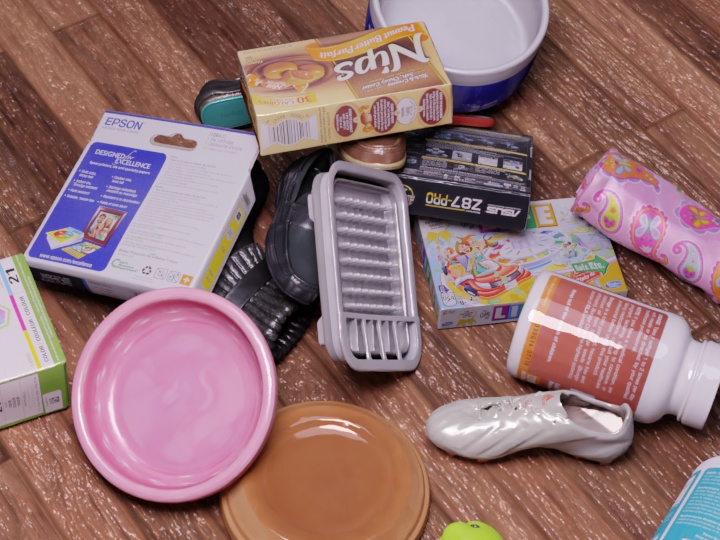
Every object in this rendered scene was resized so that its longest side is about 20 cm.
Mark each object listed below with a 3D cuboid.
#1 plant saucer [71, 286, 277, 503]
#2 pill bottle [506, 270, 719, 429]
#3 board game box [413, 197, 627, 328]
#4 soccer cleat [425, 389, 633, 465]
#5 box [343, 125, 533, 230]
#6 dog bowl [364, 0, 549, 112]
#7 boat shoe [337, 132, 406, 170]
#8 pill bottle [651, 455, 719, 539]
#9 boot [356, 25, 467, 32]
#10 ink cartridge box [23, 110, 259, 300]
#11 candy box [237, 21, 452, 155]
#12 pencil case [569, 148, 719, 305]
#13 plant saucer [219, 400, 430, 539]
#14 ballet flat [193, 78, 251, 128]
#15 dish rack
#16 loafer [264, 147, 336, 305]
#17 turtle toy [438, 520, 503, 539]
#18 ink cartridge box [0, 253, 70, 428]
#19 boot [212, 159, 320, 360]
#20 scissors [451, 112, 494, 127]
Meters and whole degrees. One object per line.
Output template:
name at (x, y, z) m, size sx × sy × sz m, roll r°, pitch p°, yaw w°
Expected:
plant saucer at (-0.170, 0.118, 1.514) m, size 0.199 × 0.051 × 0.202 m, roll -3°, pitch 78°, yaw 13°
pill bottle at (0.252, 0.082, 1.580) m, size 0.199 × 0.112 × 0.112 m, roll 20°, pitch 52°, yaw 12°
board game box at (0.166, -0.010, 1.700) m, size 0.199 × 0.034 × 0.135 m, roll -6°, pitch 51°, yaw -9°
soccer cleat at (0.163, 0.143, 1.546) m, size 0.199 × 0.078 × 0.070 m, roll 4°, pitch 50°, yaw -1°
box at (0.084, -0.110, 1.729) m, size 0.199 × 0.049 × 0.161 m, roll 8°, pitch 29°, yaw 2°
dog bowl at (0.106, -0.278, 1.802) m, size 0.199 × 0.079 × 0.201 m, roll 4°, pitch 61°, yaw -7°
boat shoe at (0.013, -0.164, 1.694) m, size 0.072 × 0.068 × 0.200 m, roll 3°, pitch 27°, yaw -3°
pill bottle at (0.328, 0.244, 1.455) m, size 0.110 × 0.111 × 0.200 m, roll 29°, pitch 55°, yaw 18°
boot at (0.086, -0.225, 1.863) m, size 0.199 × 0.075 × 0.097 m, roll -3°, pitch 72°, yaw -13°
ink cartridge box at (-0.212, -0.062, 1.629) m, size 0.197 × 0.047 × 0.201 m, roll 11°, pitch 57°, yaw 24°
candy box at (-0.017, -0.185, 1.632) m, size 0.199 × 0.055 × 0.116 m, roll -10°, pitch 44°, yaw -8°
pencil case at (0.319, -0.044, 1.685) m, size 0.200 × 0.088 × 0.088 m, roll 32°, pitch 54°, yaw 3°
plant saucer at (-0.033, 0.201, 1.511) m, size 0.199 × 0.038 × 0.201 m, roll 3°, pitch 50°, yaw -3°
ballet flat at (-0.088, -0.199, 1.818) m, size 0.199 × 0.068 × 0.069 m, roll -1°, pitch 38°, yaw -5°
dish rack at (0.000, 0.000, 1.578) m, size 0.043 × 0.171 × 0.201 m, roll -7°, pitch 84°, yaw 28°
loafer at (-0.052, -0.049, 1.609) m, size 0.068 × 0.070 × 0.201 m, roll 29°, pitch 36°, yaw -22°
turtle toy at (0.137, 0.303, 1.398) m, size 0.145 × 0.101 × 0.200 m, roll -32°, pitch 60°, yaw -27°
ink cartridge box at (-0.396, 0.086, 1.551) m, size 0.199 × 0.076 × 0.148 m, roll -17°, pitch 54°, yaw -19°
boot at (-0.104, -0.013, 1.649) m, size 0.157 × 0.080 × 0.212 m, roll 18°, pitch 62°, yaw 19°
scissors at (0.079, -0.164, 1.756) m, size 0.073 × 0.014 × 0.200 m, roll 16°, pitch 14°, yaw 29°
